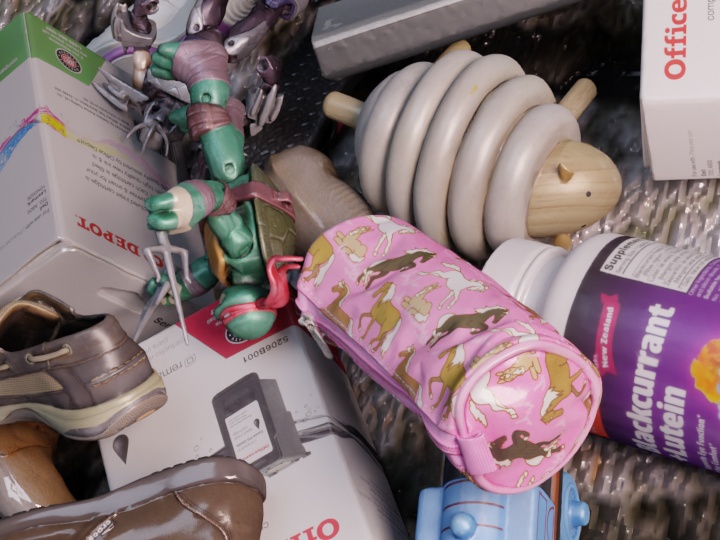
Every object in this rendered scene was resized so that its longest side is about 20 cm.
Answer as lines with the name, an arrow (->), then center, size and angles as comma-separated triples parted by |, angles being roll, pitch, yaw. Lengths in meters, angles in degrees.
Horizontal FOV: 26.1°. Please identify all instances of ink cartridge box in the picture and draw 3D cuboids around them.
ink cartridge box -> -0.067, 0.124, 0.923 | 0.145, 0.083, 0.201 | -28, 53, 8
ink cartridge box -> 0.263, -0.137, 0.897 | 0.198, 0.084, 0.146 | -1, 61, 15
ink cartridge box -> -0.185, -0.050, 1.036 | 0.084, 0.145, 0.201 | -34, 51, 23

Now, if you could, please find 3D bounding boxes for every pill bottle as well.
pill bottle -> 0.163, 0.043, 0.845 | 0.199, 0.112, 0.112 | 15, 69, 32

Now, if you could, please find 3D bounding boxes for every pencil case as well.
pencil case -> 0.040, 0.037, 0.805 | 0.087, 0.083, 0.200 | -59, 34, 4

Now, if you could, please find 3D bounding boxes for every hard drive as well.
hard drive -> 0.067, -0.176, 1.009 | 0.199, 0.033, 0.140 | -17, 17, 6

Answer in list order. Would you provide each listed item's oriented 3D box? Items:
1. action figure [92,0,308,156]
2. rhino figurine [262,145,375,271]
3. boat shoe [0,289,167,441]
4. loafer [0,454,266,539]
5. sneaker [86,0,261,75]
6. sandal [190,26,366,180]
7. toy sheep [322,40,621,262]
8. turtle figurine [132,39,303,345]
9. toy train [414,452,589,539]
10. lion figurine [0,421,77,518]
action figure -> -0.097, -0.157, 1.042 | 0.130, 0.069, 0.201 | 31, 68, -2
rhino figurine -> 0.000, 0.000, 0.961 | 0.060, 0.087, 0.200 | -39, 61, 3
boat shoe -> -0.190, 0.047, 0.914 | 0.199, 0.074, 0.074 | 1, 23, 42
loafer -> -0.141, 0.163, 0.837 | 0.199, 0.073, 0.071 | -24, 53, 14
sneaker -> -0.138, -0.176, 1.157 | 0.199, 0.075, 0.100 | -33, 30, 7
sandal -> -0.040, -0.109, 1.081 | 0.075, 0.045, 0.200 | 23, 59, 28
toy sheep -> 0.066, -0.073, 0.952 | 0.199, 0.138, 0.139 | 18, 70, 27
turtle figurine -> -0.087, -0.027, 0.913 | 0.100, 0.150, 0.201 | 0, 61, -13
toy train -> 0.070, 0.167, 0.814 | 0.086, 0.114, 0.201 | -5, 60, 22
lion figurine -> -0.208, 0.141, 0.985 | 0.072, 0.122, 0.201 | -41, 66, 28
